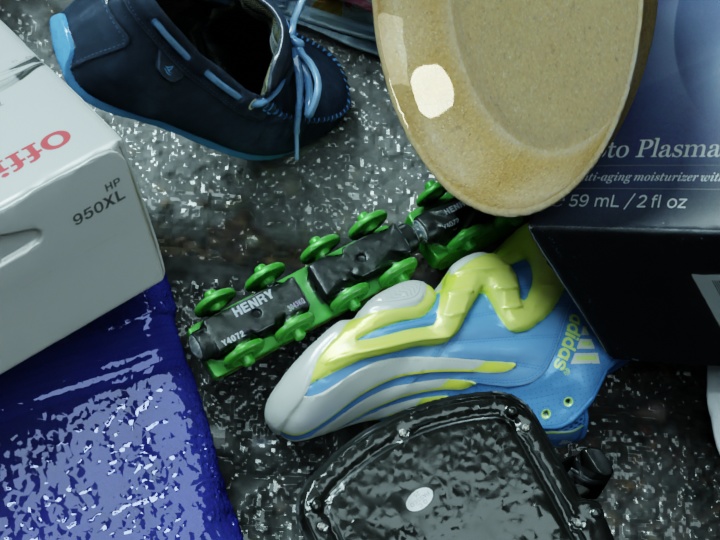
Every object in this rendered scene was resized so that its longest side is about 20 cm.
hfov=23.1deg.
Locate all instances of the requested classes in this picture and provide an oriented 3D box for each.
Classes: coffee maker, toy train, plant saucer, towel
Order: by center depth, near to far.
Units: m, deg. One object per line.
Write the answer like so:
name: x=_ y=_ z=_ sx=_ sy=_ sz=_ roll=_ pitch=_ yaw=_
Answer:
coffee maker: x=0.037 y=0.174 z=0.740 sx=0.133 sy=0.200 sz=0.194 roll=-1 pitch=67 yaw=-6
plant saucer: x=0.070 y=-0.126 z=0.769 sx=0.035 sy=0.200 sz=0.202 roll=-8 pitch=69 yaw=-31
towel: x=-0.147 y=0.072 z=0.840 sx=0.146 sy=0.050 sz=0.202 roll=-18 pitch=73 yaw=-6
toy train: x=0.000 y=0.000 z=0.873 sx=0.199 sy=0.056 sz=0.042 roll=-27 pitch=75 yaw=-21

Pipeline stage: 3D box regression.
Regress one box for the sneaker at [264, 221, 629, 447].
sneaker: x=0.055 y=0.051 z=0.856 sx=0.199 sy=0.076 sz=0.106 roll=-30 pitch=77 yaw=-18

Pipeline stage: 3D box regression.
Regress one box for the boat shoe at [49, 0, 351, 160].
boat shoe: x=-0.057 y=-0.097 z=0.843 sx=0.068 sy=0.199 sz=0.085 roll=-30 pitch=77 yaw=29

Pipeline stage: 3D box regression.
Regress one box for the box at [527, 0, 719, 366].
box: x=0.206 y=-0.068 z=0.802 sx=0.198 sy=0.123 sz=0.200 roll=2 pitch=58 yaw=32

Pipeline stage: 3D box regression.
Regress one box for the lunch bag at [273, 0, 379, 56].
lunch bag: x=0.046 y=-0.208 z=0.925 sx=0.198 sy=0.127 sz=0.171 roll=4 pitch=66 yaw=22

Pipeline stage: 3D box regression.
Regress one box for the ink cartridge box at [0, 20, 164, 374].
ink cartridge box: x=-0.201 y=-0.039 z=0.803 sx=0.144 sy=0.085 sz=0.200 roll=-31 pitch=44 yaw=-17

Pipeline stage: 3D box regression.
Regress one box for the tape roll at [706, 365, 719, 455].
tape roll: x=0.268 y=0.053 z=0.839 sx=0.198 sy=0.066 sz=0.203 roll=-8 pitch=70 yaw=23
